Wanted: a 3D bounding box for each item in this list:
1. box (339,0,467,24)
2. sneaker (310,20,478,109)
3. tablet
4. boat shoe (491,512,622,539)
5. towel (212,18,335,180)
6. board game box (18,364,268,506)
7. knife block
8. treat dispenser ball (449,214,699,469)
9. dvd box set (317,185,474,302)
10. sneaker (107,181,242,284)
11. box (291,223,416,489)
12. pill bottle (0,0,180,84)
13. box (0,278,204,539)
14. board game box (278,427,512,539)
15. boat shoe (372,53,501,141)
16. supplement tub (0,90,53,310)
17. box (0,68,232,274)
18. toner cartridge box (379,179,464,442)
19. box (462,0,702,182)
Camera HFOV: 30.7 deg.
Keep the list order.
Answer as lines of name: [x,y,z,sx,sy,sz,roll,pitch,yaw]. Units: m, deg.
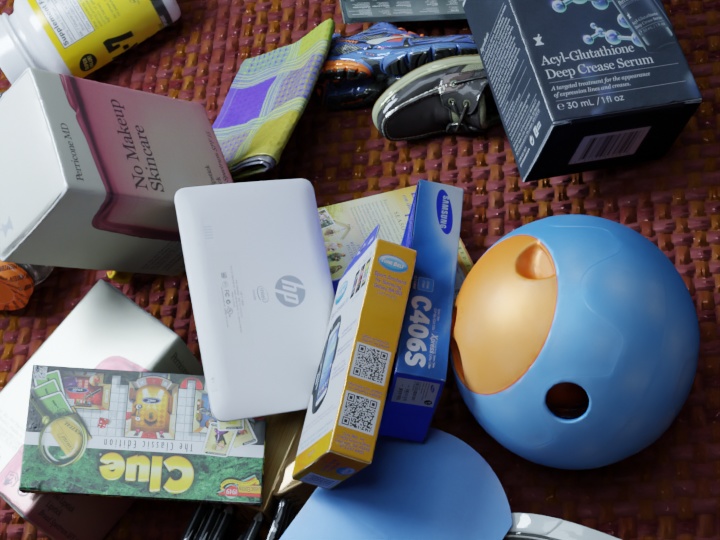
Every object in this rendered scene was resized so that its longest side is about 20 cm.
box: [0.088,-0.325,1.371,0.197,0.046,0.160,0,45,16]
sneaker: [0.040,-0.221,1.332,0.197,0.076,0.079,-1,56,14]
tablet: [-0.081,0.021,1.113,0.129,0.014,0.202,-6,77,-25]
boat shoe: [0.183,0.243,1.016,0.198,0.071,0.064,14,64,21]
towel: [-0.102,-0.163,1.320,0.143,0.023,0.201,-13,44,44]
board game box: [-0.177,0.137,1.086,0.197,0.023,0.106,3,76,-5]
knife block: [-0.102,0.179,1.142,0.174,0.064,0.201,-26,57,-1]
treat dispenser ball: [0.170,0.057,1.051,0.198,0.201,0.203,-7,58,12]
dvd box set: [0.000,0.000,1.197,0.198,0.030,0.147,-14,56,-15]
sneaker: [-0.160,-0.035,1.294,0.198,0.073,0.078,-18,72,14]
box: [-0.003,0.067,1.056,0.041,0.119,0.202,19,68,-10]
pill bottle: [-0.308,-0.277,1.443,0.199,0.115,0.115,-32,57,-3]
box: [-0.239,0.134,1.171,0.108,0.128,0.200,32,73,28]
board game box: [0.027,0.224,1.058,0.157,0.039,0.201,28,72,30]
boat shoe: [0.109,-0.169,1.279,0.198,0.073,0.065,-22,51,3]
supplement tub: [-0.352,-0.070,1.329,0.121,0.123,0.202,3,62,18]
box: [-0.223,-0.082,1.160,0.109,0.199,0.129,-38,63,32]
toner cartridge box: [0.051,0.032,1.095,0.043,0.095,0.202,11,52,-3]
box: [0.199,-0.202,1.208,0.147,0.107,0.202,-11,67,-14]
